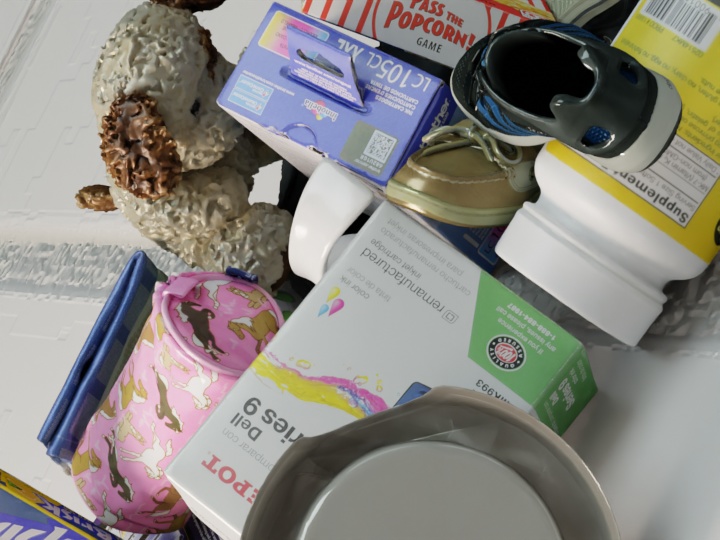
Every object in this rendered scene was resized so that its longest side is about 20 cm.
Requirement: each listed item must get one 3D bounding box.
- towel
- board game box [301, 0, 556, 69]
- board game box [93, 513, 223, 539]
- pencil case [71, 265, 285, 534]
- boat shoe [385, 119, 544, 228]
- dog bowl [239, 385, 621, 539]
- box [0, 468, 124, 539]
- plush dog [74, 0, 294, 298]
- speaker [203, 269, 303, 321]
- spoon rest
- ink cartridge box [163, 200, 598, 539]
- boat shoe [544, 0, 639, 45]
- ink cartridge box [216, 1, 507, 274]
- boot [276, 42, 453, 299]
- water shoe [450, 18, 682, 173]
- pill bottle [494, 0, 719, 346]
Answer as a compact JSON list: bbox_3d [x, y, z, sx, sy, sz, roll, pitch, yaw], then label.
[{"bbox_3d":[-0.150,0.076,1.897,0.148,0.024,0.200,-64,-14,-10],"label":"towel"},{"bbox_3d":[0.038,-0.171,1.781,0.200,0.151,0.047,-101,32,-74],"label":"board game box"},{"bbox_3d":[-0.113,0.194,1.843,0.166,0.057,0.200,-51,28,11],"label":"board game box"},{"bbox_3d":[-0.112,0.081,1.747,0.200,0.082,0.087,120,148,-48],"label":"pencil case"},{"bbox_3d":[0.085,-0.070,1.644,0.073,0.200,0.064,24,114,34],"label":"boat shoe"},{"bbox_3d":[0.035,0.162,1.490,0.059,0.199,0.201,93,-158,-78],"label":"dog bowl"},{"bbox_3d":[-0.203,0.168,1.738,0.070,0.199,0.064,-57,27,-1],"label":"box"},{"bbox_3d":[-0.116,-0.094,1.803,0.159,0.172,0.201,1,54,13],"label":"plush dog"},{"bbox_3d":[-0.057,0.065,1.851,0.089,0.088,0.200,-51,28,15],"label":"speaker"},{"bbox_3d":[0.000,0.000,1.716,0.099,0.200,0.061,39,83,25],"label":"spoon rest"},{"bbox_3d":[0.012,0.088,1.590,0.145,0.088,0.200,37,82,19],"label":"ink cartridge box"},{"bbox_3d":[0.155,-0.167,1.761,0.075,0.062,0.200,-70,14,-13],"label":"boat shoe"},{"bbox_3d":[0.008,-0.082,1.723,0.136,0.200,0.077,27,87,30],"label":"ink cartridge box"},{"bbox_3d":[0.017,-0.078,1.880,0.168,0.076,0.201,-49,22,25],"label":"boot"},{"bbox_3d":[0.094,-0.108,1.528,0.072,0.079,0.200,-61,30,-5],"label":"water shoe"},{"bbox_3d":[0.166,-0.067,1.578,0.201,0.114,0.114,-56,27,4],"label":"pill bottle"}]
